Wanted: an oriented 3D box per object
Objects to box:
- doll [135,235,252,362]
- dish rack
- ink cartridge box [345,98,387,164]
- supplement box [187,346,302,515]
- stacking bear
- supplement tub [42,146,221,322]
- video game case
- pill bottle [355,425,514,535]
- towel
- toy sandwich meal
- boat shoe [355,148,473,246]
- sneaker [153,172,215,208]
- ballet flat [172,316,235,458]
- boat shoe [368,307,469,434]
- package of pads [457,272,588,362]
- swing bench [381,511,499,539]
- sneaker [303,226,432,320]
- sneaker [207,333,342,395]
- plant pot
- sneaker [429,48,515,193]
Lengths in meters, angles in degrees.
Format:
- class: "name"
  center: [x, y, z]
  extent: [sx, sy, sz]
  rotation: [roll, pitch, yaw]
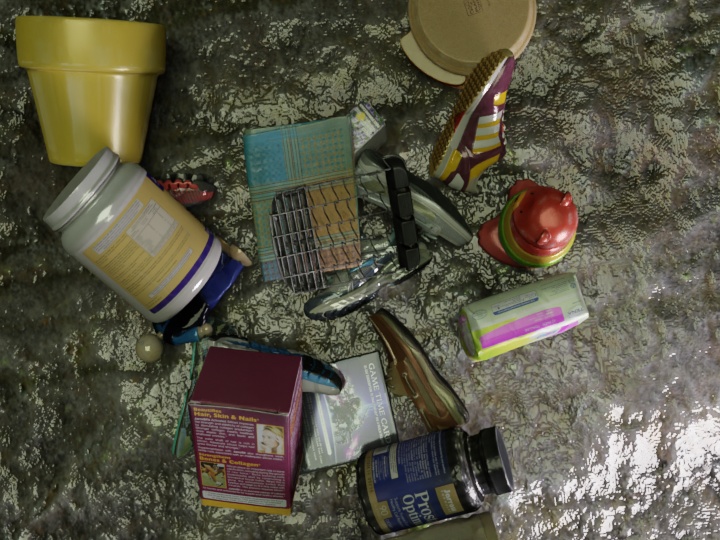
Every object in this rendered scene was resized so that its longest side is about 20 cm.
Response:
- class: "doll"
  center: [-0.242, 0.047, 1.163]
  extent: [0.135, 0.049, 0.201]
  rotation: [26, 72, 42]
- class: "dish rack"
  center: [-0.019, -0.055, 1.075]
  extent: [0.195, 0.055, 0.157]
  rotation: [-13, 106, -8]
- class: "ink cartridge box"
  center: [-0.050, -0.144, 1.153]
  extent: [0.199, 0.109, 0.051]
  rotation: [-42, 86, 1]
- class: "supplement box"
  center: [-0.145, 0.212, 1.081]
  extent: [0.127, 0.104, 0.203]
  rotation: [7, 128, 4]
- class: "stacking bear"
  center: [0.233, -0.062, 1.087]
  extent: [0.113, 0.200, 0.122]
  rotation: [38, 90, 4]
- class: "supplement tub"
  center: [-0.297, -0.046, 1.082]
  extent: [0.146, 0.145, 0.200]
  rotation: [-45, 114, 0]
- class: "video game case"
  center: [-0.052, 0.209, 1.184]
  extent: [0.195, 0.019, 0.147]
  rotation: [-14, 87, 2]
- class: "pill bottle"
  center: [0.101, 0.277, 1.109]
  extent: [0.196, 0.112, 0.114]
  rotation: [-18, 86, 14]
- class: "towel"
  center: [-0.074, -0.094, 1.090]
  extent: [0.143, 0.022, 0.205]
  rotation: [-8, 107, -9]
- class: "toy sandwich meal"
  center: [0.154, -0.357, 1.175]
  extent: [0.199, 0.070, 0.211]
  rotation: [0, 86, 1]
- class: "boat shoe"
  center: [0.070, -0.090, 1.150]
  extent: [0.199, 0.075, 0.065]
  rotation: [30, 114, -21]
- class: "sneaker"
  center: [-0.301, -0.086, 1.187]
  extent: [0.195, 0.071, 0.101]
  rotation: [-10, 94, -1]
- class: "ballet flat"
  center: [-0.218, 0.170, 1.172]
  extent: [0.072, 0.074, 0.205]
  rotation: [10, 90, 4]
- class: "boat shoe"
  center: [0.070, 0.148, 1.153]
  extent: [0.073, 0.076, 0.202]
  rotation: [-37, 85, 5]
- class: "package of pads"
  center: [0.204, 0.067, 1.084]
  extent: [0.151, 0.200, 0.070]
  rotation: [-19, 80, 3]
- class: "swing bench"
  center: [0.092, 0.418, 1.082]
  extent: [0.194, 0.130, 0.205]
  rotation: [-12, 108, 2]
- class: "sneaker"
  center: [0.000, 0.000, 1.169]
  extent: [0.197, 0.078, 0.088]
  rotation: [-29, 80, -8]
- class: "sneaker"
  center: [-0.124, 0.153, 1.146]
  extent: [0.195, 0.075, 0.089]
  rotation: [15, 99, -4]
- class: "plant pot"
  center: [-0.369, -0.247, 1.145]
  extent: [0.195, 0.201, 0.194]
  rotation: [3, 103, 3]
- class: "sneaker"
  center: [0.174, -0.204, 1.145]
  extent: [0.088, 0.076, 0.202]
  rotation: [21, 118, -16]
